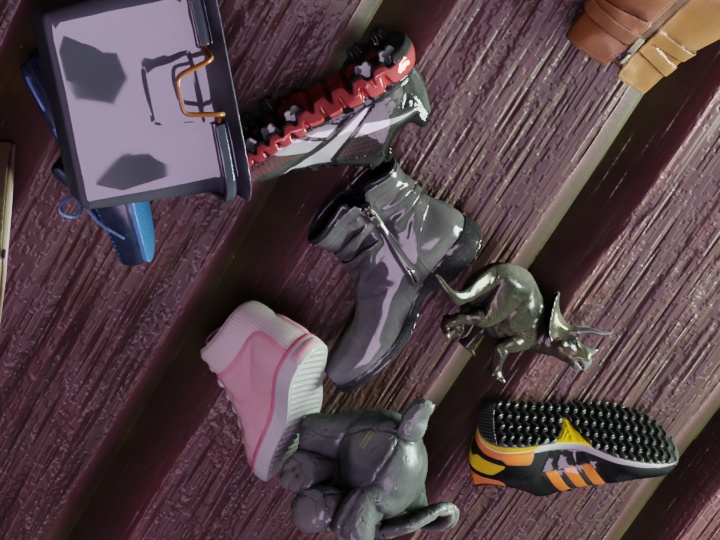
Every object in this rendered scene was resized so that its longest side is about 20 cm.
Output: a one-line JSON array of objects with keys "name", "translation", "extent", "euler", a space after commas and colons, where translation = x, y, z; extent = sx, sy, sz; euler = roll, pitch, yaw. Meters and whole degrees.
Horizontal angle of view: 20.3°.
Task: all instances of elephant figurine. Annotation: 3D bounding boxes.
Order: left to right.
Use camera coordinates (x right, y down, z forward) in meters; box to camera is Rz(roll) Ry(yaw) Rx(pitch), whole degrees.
[{"name": "elephant figurine", "translation": [0.022, 0.201, 1.857], "extent": [0.154, 0.142, 0.200], "euler": [7, 165, 30]}]

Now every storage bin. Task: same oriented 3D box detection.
[{"name": "storage bin", "translation": [-0.174, -0.140, 1.584], "extent": [0.133, 0.146, 0.201], "euler": [-15, 105, -14]}]

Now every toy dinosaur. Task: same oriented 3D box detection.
[{"name": "toy dinosaur", "translation": [0.124, 0.032, 1.793], "extent": [0.102, 0.077, 0.200], "euler": [-47, 126, 3]}]

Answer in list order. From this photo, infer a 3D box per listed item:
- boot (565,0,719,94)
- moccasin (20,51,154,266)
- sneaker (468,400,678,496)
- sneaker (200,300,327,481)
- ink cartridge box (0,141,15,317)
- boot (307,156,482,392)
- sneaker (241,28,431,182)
[{"name": "boot", "translation": [0.285, -0.205, 1.681], "extent": [0.199, 0.077, 0.156], "euler": [29, 110, -19]}, {"name": "moccasin", "translation": [-0.228, -0.096, 1.687], "extent": [0.068, 0.081, 0.201], "euler": [-15, 106, 6]}, {"name": "sneaker", "translation": [0.198, 0.177, 1.904], "extent": [0.199, 0.070, 0.090], "euler": [6, 134, -11]}, {"name": "sneaker", "translation": [-0.093, 0.102, 1.819], "extent": [0.104, 0.075, 0.201], "euler": [34, 144, 17]}, {"name": "ink cartridge box", "translation": [-0.366, -0.033, 1.623], "extent": [0.163, 0.200, 0.076], "euler": [4, 120, -9]}, {"name": "boot", "translation": [0.000, 0.000, 1.766], "extent": [0.131, 0.070, 0.200], "euler": [32, 99, -29]}, {"name": "sneaker", "translation": [-0.026, -0.115, 1.695], "extent": [0.200, 0.071, 0.098], "euler": [-30, 117, 8]}]
